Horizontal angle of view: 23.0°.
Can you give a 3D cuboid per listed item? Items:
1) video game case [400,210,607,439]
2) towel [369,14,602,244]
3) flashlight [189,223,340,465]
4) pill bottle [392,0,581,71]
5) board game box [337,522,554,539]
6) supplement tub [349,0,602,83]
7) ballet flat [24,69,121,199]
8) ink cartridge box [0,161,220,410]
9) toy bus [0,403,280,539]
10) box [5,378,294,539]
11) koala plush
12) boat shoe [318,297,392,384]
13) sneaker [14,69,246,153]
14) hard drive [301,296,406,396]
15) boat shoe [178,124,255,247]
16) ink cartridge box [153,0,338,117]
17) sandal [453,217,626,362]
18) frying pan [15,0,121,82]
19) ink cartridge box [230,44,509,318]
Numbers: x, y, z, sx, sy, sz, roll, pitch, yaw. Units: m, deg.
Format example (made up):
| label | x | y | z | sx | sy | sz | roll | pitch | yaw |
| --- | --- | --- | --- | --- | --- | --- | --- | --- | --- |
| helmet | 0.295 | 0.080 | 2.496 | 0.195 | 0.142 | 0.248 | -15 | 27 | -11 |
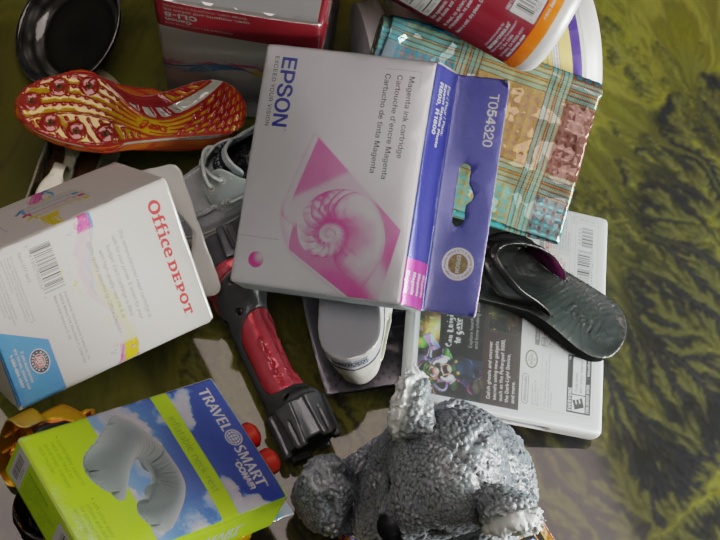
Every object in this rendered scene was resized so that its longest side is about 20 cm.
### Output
| label | x | y | z | sx | sy | sz | roll | pitch | yaw |
| --- | --- | --- | --- | --- | --- | --- | --- | --- | --- |
| video game case | 0.125 | 0.032 | 1.517 | 0.181 | 0.023 | 0.202 | 12 | 68 | -18 |
| towel | 0.091 | -0.116 | 1.469 | 0.199 | 0.022 | 0.148 | 16 | 89 | -8 |
| flashlight | -0.078 | 0.058 | 1.494 | 0.068 | 0.068 | 0.201 | -30 | 71 | 6 |
| pill bottle | 0.076 | -0.253 | 1.417 | 0.199 | 0.113 | 0.114 | 28 | 71 | -10 |
| board game box | 0.086 | 0.247 | 1.454 | 0.151 | 0.046 | 0.201 | -28 | 75 | -13 |
| supplement tub | 0.099 | -0.187 | 1.553 | 0.198 | 0.146 | 0.146 | -9 | 72 | -8 |
| ballet flat | -0.249 | -0.094 | 1.539 | 0.067 | 0.062 | 0.201 | 14 | 70 | 2 |
| ink cartridge box | -0.224 | 0.003 | 1.442 | 0.199 | 0.125 | 0.129 | -24 | 110 | -22 |
| toy bus | -0.169 | 0.172 | 1.426 | 0.192 | 0.136 | 0.200 | -35 | 74 | -28 |
| box | -0.151 | 0.158 | 1.337 | 0.199 | 0.048 | 0.122 | -16 | 60 | -38 |
| koala plush | 0.062 | 0.160 | 1.352 | 0.183 | 0.200 | 0.178 | -37 | 75 | -16 |
| boat shoe | 0.000 | 0.000 | 1.478 | 0.070 | 0.070 | 0.201 | -4 | 61 | 7 |
| sneaker | -0.197 | -0.125 | 1.516 | 0.198 | 0.077 | 0.074 | 3 | 75 | -21 |
| hard drive | 0.012 | 0.007 | 1.534 | 0.134 | 0.042 | 0.201 | -8 | 72 | -7 |
| boat shoe | -0.104 | -0.089 | 1.518 | 0.200 | 0.072 | 0.070 | -27 | 60 | 8 |
| ink cartridge box | -0.091 | -0.237 | 1.529 | 0.143 | 0.200 | 0.146 | 9 | 69 | 1 |
| sandal | 0.144 | 0.005 | 1.493 | 0.199 | 0.048 | 0.076 | 28 | 64 | -11 |
| frying pan | -0.237 | -0.247 | 1.575 | 0.115 | 0.031 | 0.191 | 34 | 93 | 32 |
| ink cartridge box | 0.007 | -0.073 | 1.415 | 0.198 | 0.043 | 0.198 | 7 | 84 | 15 |
